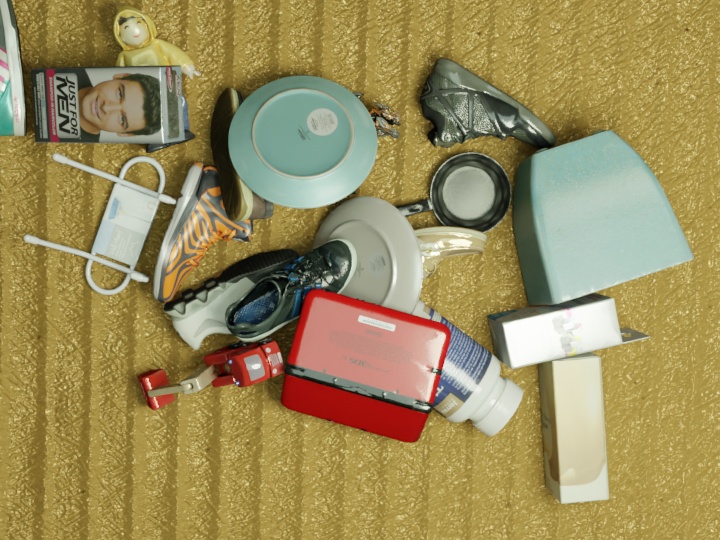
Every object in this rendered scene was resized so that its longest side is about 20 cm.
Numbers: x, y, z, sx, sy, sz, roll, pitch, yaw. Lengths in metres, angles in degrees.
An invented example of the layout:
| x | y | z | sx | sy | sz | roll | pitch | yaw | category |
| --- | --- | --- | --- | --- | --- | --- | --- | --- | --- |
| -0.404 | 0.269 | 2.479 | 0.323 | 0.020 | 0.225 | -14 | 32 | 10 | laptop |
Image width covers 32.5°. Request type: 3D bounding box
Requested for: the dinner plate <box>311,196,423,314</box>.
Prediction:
| x | y | z | sx | sy | sz | roll | pitch | yaw | category |
| --- | --- | --- | --- | --- | --- | --- | --- | --- | --- |
| 0.000 | 0.000 | 1.674 | 0.199 | 0.024 | 0.202 | 1 | 92 | 38 | dinner plate |

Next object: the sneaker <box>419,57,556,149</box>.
| x | y | z | sx | sy | sz | roll | pitch | yaw | category |
| --- | --- | --- | --- | --- | --- | --- | --- | --- | --- |
| 0.168 | -0.199 | 1.716 | 0.199 | 0.076 | 0.115 | 29 | 93 | -2 | sneaker |

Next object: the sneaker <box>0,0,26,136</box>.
| x | y | z | sx | sy | sz | roll | pitch | yaw | category |
| --- | --- | --- | --- | --- | --- | --- | --- | --- | --- |
| -0.516 | -0.278 | 1.659 | 0.120 | 0.084 | 0.201 | -5 | 95 | -13 | sneaker |

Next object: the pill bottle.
| x | y | z | sx | sy | sz | roll | pitch | yaw | category |
| --- | --- | --- | --- | --- | --- | --- | --- | --- | --- |
| 0.122 | 0.139 | 1.712 | 0.200 | 0.111 | 0.111 | 37 | 90 | -5 | pill bottle |

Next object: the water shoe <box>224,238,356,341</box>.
| x | y | z | sx | sy | sz | roll | pitch | yaw | category |
| --- | --- | --- | --- | --- | --- | --- | --- | --- | --- |
| -0.089 | 0.026 | 1.635 | 0.200 | 0.079 | 0.072 | -38 | 77 | -3 | water shoe |

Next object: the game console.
| x | y | z | sx | sy | sz | roll | pitch | yaw | category |
| --- | --- | --- | --- | --- | --- | --- | --- | --- | --- |
| 0.005 | 0.130 | 1.657 | 0.199 | 0.119 | 0.173 | 15 | 88 | 0 | game console |

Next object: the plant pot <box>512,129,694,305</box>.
| x | y | z | sx | sy | sz | roll | pitch | yaw | category |
| --- | --- | --- | --- | --- | --- | --- | --- | --- | --- |
| 0.307 | -0.077 | 1.679 | 0.195 | 0.196 | 0.201 | -17 | 89 | -3 | plant pot |

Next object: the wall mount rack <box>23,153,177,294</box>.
| x | y | z | sx | sy | sz | roll | pitch | yaw | category |
| --- | --- | --- | --- | --- | --- | --- | --- | --- | --- |
| -0.350 | -0.071 | 1.683 | 0.173 | 0.075 | 0.201 | 20 | 91 | -5 | wall mount rack |

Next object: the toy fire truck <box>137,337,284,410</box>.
| x | y | z | sx | sy | sz | roll | pitch | yaw | category |
| --- | --- | --- | --- | --- | --- | --- | --- | --- | --- |
| -0.204 | 0.141 | 1.673 | 0.141 | 0.200 | 0.049 | -22 | 97 | -31 | toy fire truck |

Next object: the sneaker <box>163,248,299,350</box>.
| x | y | z | sx | sy | sz | roll | pitch | yaw | category |
| --- | --- | --- | --- | --- | --- | --- | --- | --- | --- |
| -0.165 | 0.041 | 1.713 | 0.199 | 0.074 | 0.089 | -27 | 109 | 0 | sneaker |

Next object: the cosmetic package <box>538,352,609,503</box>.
| x | y | z | sx | sy | sz | roll | pitch | yaw | category |
| --- | --- | --- | --- | --- | --- | --- | --- | --- | --- |
| 0.297 | 0.215 | 1.735 | 0.071 | 0.105 | 0.201 | -5 | 92 | -4 | cosmetic package |

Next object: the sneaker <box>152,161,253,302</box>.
| x | y | z | sx | sy | sz | roll | pitch | yaw | category |
| --- | --- | --- | --- | --- | --- | --- | --- | --- | --- |
| -0.210 | -0.040 | 1.694 | 0.111 | 0.078 | 0.201 | 20 | 92 | -4 | sneaker |

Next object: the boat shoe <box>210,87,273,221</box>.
| x | y | z | sx | sy | sz | roll | pitch | yaw | category |
| --- | --- | --- | --- | --- | --- | --- | --- | --- | --- |
| -0.159 | -0.154 | 1.680 | 0.065 | 0.073 | 0.201 | 8 | 63 | -33 | boat shoe |

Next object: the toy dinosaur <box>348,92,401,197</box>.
| x | y | z | sx | sy | sz | roll | pitch | yaw | category |
| --- | --- | --- | --- | --- | --- | --- | --- | --- | --- |
| -0.044 | -0.178 | 1.705 | 0.199 | 0.102 | 0.137 | -7 | 77 | 30 | toy dinosaur |

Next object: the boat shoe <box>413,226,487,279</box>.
| x | y | z | sx | sy | sz | roll | pitch | yaw | category |
| --- | --- | --- | --- | --- | --- | --- | --- | --- | --- |
| 0.077 | -0.019 | 1.714 | 0.199 | 0.074 | 0.070 | -3 | 76 | 5 | boat shoe |

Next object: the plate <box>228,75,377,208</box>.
| x | y | z | sx | sy | sz | roll | pitch | yaw | category |
| --- | --- | --- | --- | --- | --- | --- | --- | --- | --- |
| -0.076 | -0.176 | 1.634 | 0.199 | 0.026 | 0.201 | 1 | 66 | -2 | plate |

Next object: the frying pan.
| x | y | z | sx | sy | sz | roll | pitch | yaw | category |
| --- | --- | --- | --- | --- | --- | --- | --- | --- | --- |
| 0.124 | -0.085 | 1.739 | 0.190 | 0.031 | 0.115 | -37 | 95 | 2 | frying pan |

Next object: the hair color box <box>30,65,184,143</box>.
| x | y | z | sx | sy | sz | roll | pitch | yaw | category |
| --- | --- | --- | --- | --- | --- | --- | --- | --- | --- |
| -0.336 | -0.220 | 1.641 | 0.199 | 0.061 | 0.100 | 2 | 101 | 20 | hair color box |

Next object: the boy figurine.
| x | y | z | sx | sy | sz | roll | pitch | yaw | category |
| --- | --- | --- | --- | --- | --- | --- | --- | --- | --- |
| -0.281 | -0.266 | 1.683 | 0.124 | 0.064 | 0.201 | -14 | 97 | 3 | boy figurine |

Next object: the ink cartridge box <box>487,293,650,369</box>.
| x | y | z | sx | sy | sz | roll | pitch | yaw | category |
| --- | --- | --- | --- | --- | --- | --- | --- | --- | --- |
| 0.288 | 0.077 | 1.719 | 0.199 | 0.115 | 0.068 | -12 | 95 | -4 | ink cartridge box |
